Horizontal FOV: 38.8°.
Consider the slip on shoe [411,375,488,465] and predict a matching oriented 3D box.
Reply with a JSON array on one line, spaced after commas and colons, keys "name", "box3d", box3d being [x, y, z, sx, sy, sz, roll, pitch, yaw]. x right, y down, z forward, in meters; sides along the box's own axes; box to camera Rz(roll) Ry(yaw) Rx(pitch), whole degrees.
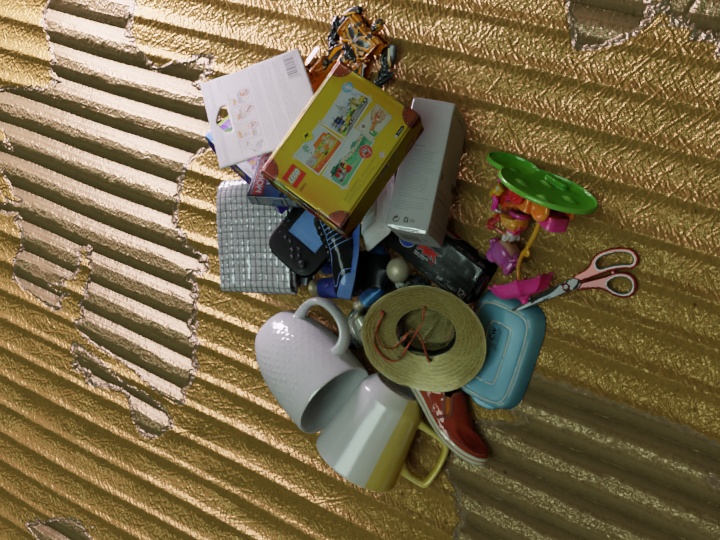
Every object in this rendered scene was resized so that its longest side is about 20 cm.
[{"name": "slip on shoe", "box3d": [0.144, 0.220, 1.622, 0.061, 0.074, 0.201, -42, 70, 26]}]

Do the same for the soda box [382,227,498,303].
[{"name": "soda box", "box3d": [0.115, -0.035, 1.609, 0.199, 0.063, 0.071, 39, 113, 22]}]

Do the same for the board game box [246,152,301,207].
[{"name": "board game box", "box3d": [-0.101, -0.177, 1.609, 0.196, 0.062, 0.202, 4, 57, 18]}]

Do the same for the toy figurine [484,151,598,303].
[{"name": "toy figurine", "box3d": [0.231, -0.051, 1.505, 0.200, 0.148, 0.187, 43, 125, 45]}]

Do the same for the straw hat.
[{"name": "straw hat", "box3d": [0.106, 0.087, 1.594, 0.198, 0.085, 0.204, 8, 119, 14]}]

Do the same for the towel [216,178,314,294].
[{"name": "towel", "box3d": [-0.161, -0.061, 1.771, 0.163, 0.085, 0.204, -1, 94, 30]}]

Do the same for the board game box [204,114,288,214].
[{"name": "board game box", "box3d": [-0.148, -0.203, 1.705, 0.134, 0.045, 0.200, -42, 59, -12]}]

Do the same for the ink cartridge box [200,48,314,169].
[{"name": "ink cartridge box", "box3d": [-0.150, -0.244, 1.604, 0.171, 0.044, 0.202, -20, 54, 2]}]

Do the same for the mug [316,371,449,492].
[{"name": "mug", "box3d": [0.041, 0.258, 1.672, 0.155, 0.185, 0.150, -61, 32, 13]}]

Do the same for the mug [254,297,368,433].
[{"name": "mug", "box3d": [-0.083, 0.138, 1.706, 0.175, 0.146, 0.202, 46, 122, 29]}]

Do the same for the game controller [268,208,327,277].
[{"name": "game controller", "box3d": [-0.060, -0.086, 1.677, 0.104, 0.042, 0.201, 40, 85, 10]}]

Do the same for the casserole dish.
[{"name": "casserole dish", "box3d": [0.212, 0.125, 1.584, 0.120, 0.039, 0.203, 24, 107, 27]}]

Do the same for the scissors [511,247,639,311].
[{"name": "scissors", "box3d": [0.313, 0.014, 1.504, 0.197, 0.014, 0.074, -9, 96, 24]}]

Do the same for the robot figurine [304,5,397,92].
[{"name": "robot figurine", "box3d": [-0.027, -0.328, 1.664, 0.145, 0.058, 0.201, 48, 118, 17]}]

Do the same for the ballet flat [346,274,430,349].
[{"name": "ballet flat", "box3d": [0.027, 0.069, 1.675, 0.199, 0.072, 0.073, -37, 77, 30]}]

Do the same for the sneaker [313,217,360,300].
[{"name": "sneaker", "box3d": [-0.039, -0.054, 1.617, 0.076, 0.070, 0.204, 4, 76, -1]}]

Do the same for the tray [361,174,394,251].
[{"name": "tray", "box3d": [0.026, -0.141, 1.603, 0.107, 0.022, 0.204, 142, 134, -64]}]

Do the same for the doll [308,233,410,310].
[{"name": "doll", "box3d": [0.000, 0.000, 1.668, 0.198, 0.048, 0.139, -3, 71, 44]}]

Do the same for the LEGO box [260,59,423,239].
[{"name": "LEGO box", "box3d": [-0.025, -0.174, 1.478, 0.148, 0.077, 0.201, 35, 87, 13]}]

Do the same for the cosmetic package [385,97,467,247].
[{"name": "cosmetic package", "box3d": [0.102, -0.146, 1.542, 0.073, 0.102, 0.203, 11, 83, 19]}]
